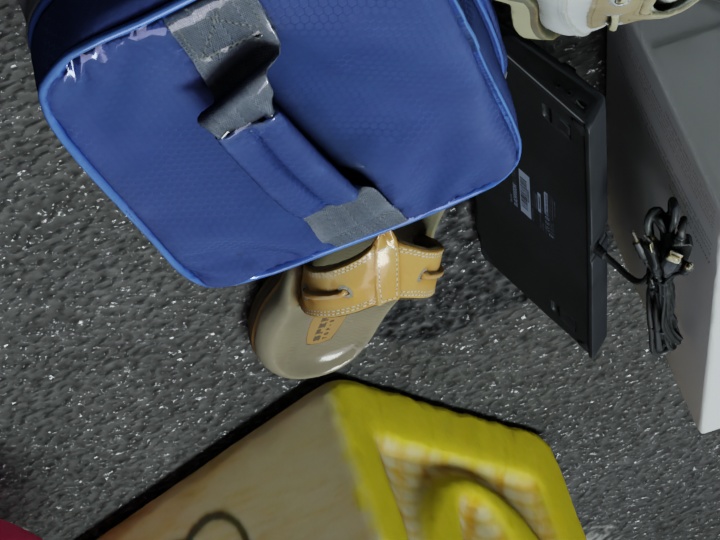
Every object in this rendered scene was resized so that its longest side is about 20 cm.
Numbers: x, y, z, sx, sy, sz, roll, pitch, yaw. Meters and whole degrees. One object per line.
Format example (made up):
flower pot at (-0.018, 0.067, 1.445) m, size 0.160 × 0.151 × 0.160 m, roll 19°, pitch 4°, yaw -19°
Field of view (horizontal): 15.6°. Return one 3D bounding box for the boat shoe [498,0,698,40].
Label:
boat shoe at (0.085, -0.109, 0.858) m, size 0.068 × 0.075 × 0.200 m, roll 7°, pitch -172°, yaw 13°

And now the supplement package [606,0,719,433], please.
supplement package at (0.173, -0.041, 1.062) m, size 0.121 × 0.120 × 0.200 m, roll -19°, pitch 153°, yaw -6°

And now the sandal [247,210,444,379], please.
sandal at (0.000, 0.000, 1.094) m, size 0.080 × 0.054 × 0.200 m, roll -10°, pitch 151°, yaw -19°

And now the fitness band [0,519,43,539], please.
fitness band at (-0.166, 0.182, 1.221) m, size 0.037 × 0.144 × 0.200 m, roll -40°, pitch 165°, yaw -36°

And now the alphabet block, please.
alphabet block at (-0.002, 0.194, 1.298) m, size 0.200 × 0.196 × 0.196 m, roll -36°, pitch 151°, yaw 26°

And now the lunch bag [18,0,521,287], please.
lunch bag at (-0.032, -0.086, 0.835) m, size 0.135 × 0.133 × 0.200 m, roll -24°, pitch 153°, yaw 8°

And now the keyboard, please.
keyboard at (0.089, -0.020, 1.053) m, size 0.021 × 0.127 × 0.200 m, roll -40°, pitch 156°, yaw -14°
